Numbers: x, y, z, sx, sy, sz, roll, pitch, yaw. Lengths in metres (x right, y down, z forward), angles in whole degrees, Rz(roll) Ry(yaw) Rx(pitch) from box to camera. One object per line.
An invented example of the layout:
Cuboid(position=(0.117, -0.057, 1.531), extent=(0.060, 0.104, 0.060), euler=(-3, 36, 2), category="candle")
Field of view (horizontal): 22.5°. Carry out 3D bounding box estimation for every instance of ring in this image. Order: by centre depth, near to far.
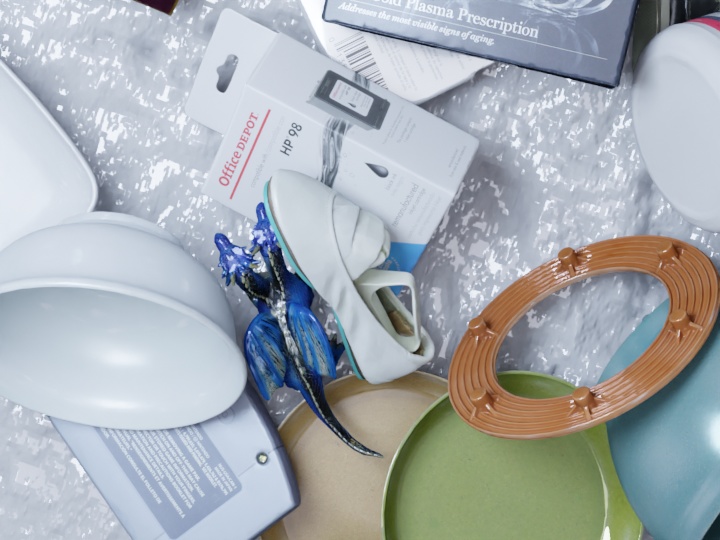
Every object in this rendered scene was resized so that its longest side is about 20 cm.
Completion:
Cuboid(position=(0.146, 0.038, 1.219), extent=(0.200, 0.201, 0.019), euler=(-30, 119, 5), category="ring")

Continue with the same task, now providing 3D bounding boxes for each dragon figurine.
Cuboid(position=(-0.047, 0.051, 1.247), extent=(0.059, 0.099, 0.201), euler=(-19, 94, 8), category="dragon figurine")

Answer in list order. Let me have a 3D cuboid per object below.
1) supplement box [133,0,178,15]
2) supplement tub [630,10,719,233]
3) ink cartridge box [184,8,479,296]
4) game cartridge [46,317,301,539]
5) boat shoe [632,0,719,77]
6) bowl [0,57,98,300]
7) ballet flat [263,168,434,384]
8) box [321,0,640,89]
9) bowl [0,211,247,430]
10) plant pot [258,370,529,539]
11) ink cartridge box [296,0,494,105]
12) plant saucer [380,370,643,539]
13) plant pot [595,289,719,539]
Cuboid(position=(-0.195, -0.280, 1.225), extent=(0.199, 0.103, 0.131), euler=(29, 97, 12), category="supplement box")
Cuboid(position=(0.293, -0.116, 1.196), extent=(0.199, 0.140, 0.141), euler=(-19, 95, -21), category="supplement tub")
Cuboid(position=(-0.033, -0.081, 1.247), extent=(0.199, 0.067, 0.116), euler=(28, 136, -1), category="ink cartridge box")
Cuboid(position=(-0.137, 0.114, 1.297), extent=(0.133, 0.042, 0.200), euler=(-36, 83, 2), category="game cartridge")
Cuboid(position=(0.226, -0.188, 1.254), extent=(0.067, 0.072, 0.201), euler=(3, 96, -8), category="boat shoe")
Cuboid(position=(-0.301, -0.061, 1.282), extent=(0.200, 0.075, 0.200), euler=(-41, 93, 4), category="bowl")
Cuboid(position=(0.000, 0.000, 1.217), extent=(0.069, 0.070, 0.200), euler=(-24, 131, 4), category="ballet flat")
Cuboid(position=(0.093, -0.229, 1.185), extent=(0.199, 0.104, 0.183), euler=(13, 96, 6), category="box")
Cuboid(position=(-0.170, 0.023, 1.212), extent=(0.200, 0.201, 0.091), euler=(5, 60, 2), category="bowl")
Cuboid(position=(0.023, 0.169, 1.316), extent=(0.199, 0.027, 0.201), euler=(0, 96, 2), category="plant pot")
Cuboid(position=(0.035, -0.225, 1.269), extent=(0.176, 0.045, 0.201), euler=(-25, 94, 5), category="ink cartridge box")
Cuboid(position=(0.105, 0.170, 1.278), extent=(0.199, 0.031, 0.201), euler=(0, 90, -18), category="plant saucer")
Cuboid(position=(0.244, 0.094, 1.234), extent=(0.134, 0.200, 0.200), euler=(43, 96, 25), category="plant pot")
